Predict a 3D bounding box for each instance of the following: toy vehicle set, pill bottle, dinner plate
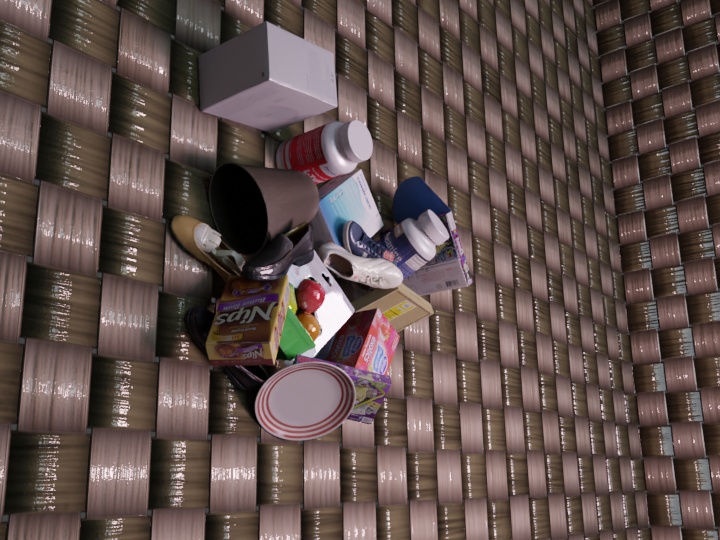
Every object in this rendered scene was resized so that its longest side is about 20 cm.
[{"bbox_3d":[0.075,0.088,1.831,0.200,0.123,0.027,34,32,-56],"label":"toy vehicle set"},{"bbox_3d":[0.105,-0.050,1.860,0.111,0.199,0.111,45,19,-21],"label":"pill bottle"},{"bbox_3d":[-0.107,0.250,1.543,0.200,0.199,0.024,47,14,-34],"label":"dinner plate"},{"bbox_3d":[-0.076,-0.250,1.698,0.112,0.198,0.114,19,65,-48],"label":"pill bottle"}]

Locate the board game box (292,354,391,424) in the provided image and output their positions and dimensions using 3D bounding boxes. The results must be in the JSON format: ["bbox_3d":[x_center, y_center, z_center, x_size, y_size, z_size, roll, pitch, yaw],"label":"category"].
[{"bbox_3d":[-0.051,0.238,1.579,0.198,0.121,0.032,16,38,-14],"label":"board game box"}]

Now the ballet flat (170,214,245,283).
[{"bbox_3d":[-0.269,-0.040,1.496,0.200,0.063,0.069,46,46,-35],"label":"ballet flat"}]

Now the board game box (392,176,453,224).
[{"bbox_3d":[0.165,-0.140,1.978,0.039,0.159,0.200,-23,63,-40],"label":"board game box"}]

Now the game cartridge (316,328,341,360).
[{"bbox_3d":[-0.031,0.180,1.769,0.134,0.040,0.201,49,45,-27],"label":"game cartridge"}]

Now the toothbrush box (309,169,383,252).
[{"bbox_3d":[-0.048,-0.118,1.790,0.200,0.085,0.148,-45,117,-48],"label":"toothbrush box"}]

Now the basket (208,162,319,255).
[{"bbox_3d":[-0.182,-0.135,1.587,0.199,0.135,0.182,-21,89,-57],"label":"basket"}]

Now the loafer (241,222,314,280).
[{"bbox_3d":[-0.155,-0.036,1.490,0.200,0.072,0.073,-35,136,-57],"label":"loafer"}]

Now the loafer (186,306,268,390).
[{"bbox_3d":[-0.241,0.140,1.478,0.201,0.062,0.072,56,43,-26],"label":"loafer"}]

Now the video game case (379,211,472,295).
[{"bbox_3d":[0.158,-0.033,1.945,0.036,0.198,0.183,-28,102,-54],"label":"video game case"}]

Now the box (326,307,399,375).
[{"bbox_3d":[-0.001,0.191,1.697,0.100,0.095,0.201,51,44,-31],"label":"box"}]

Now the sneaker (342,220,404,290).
[{"bbox_3d":[0.035,-0.036,1.746,0.201,0.084,0.076,54,45,-38],"label":"sneaker"}]

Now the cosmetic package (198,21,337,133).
[{"bbox_3d":[-0.186,-0.379,1.592,0.199,0.198,0.125,6,75,-52],"label":"cosmetic package"}]

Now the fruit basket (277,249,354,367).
[{"bbox_3d":[-0.123,0.076,1.597,0.200,0.093,0.186,-49,115,-32],"label":"fruit basket"}]

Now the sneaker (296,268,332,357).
[{"bbox_3d":[-0.094,0.085,1.673,0.071,0.079,0.203,17,67,-51],"label":"sneaker"}]

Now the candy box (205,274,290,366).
[{"bbox_3d":[-0.197,0.086,1.426,0.201,0.115,0.057,-84,171,-53],"label":"candy box"}]

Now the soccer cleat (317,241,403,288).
[{"bbox_3d":[0.000,0.000,1.682,0.198,0.070,0.078,21,22,-16],"label":"soccer cleat"}]
